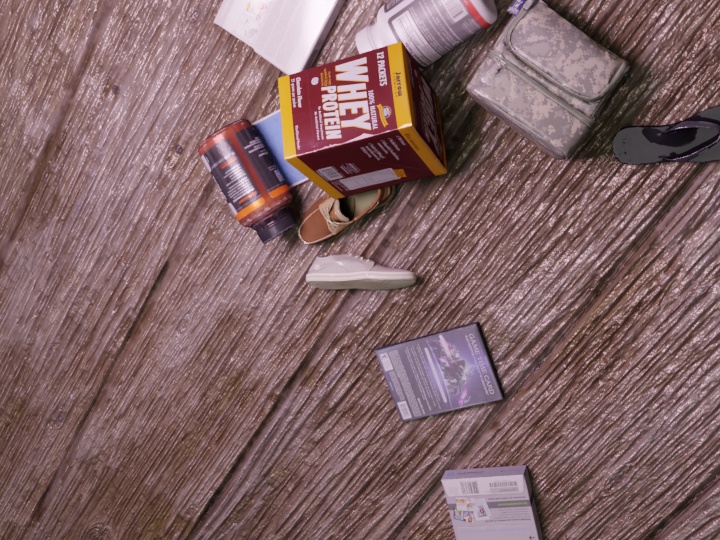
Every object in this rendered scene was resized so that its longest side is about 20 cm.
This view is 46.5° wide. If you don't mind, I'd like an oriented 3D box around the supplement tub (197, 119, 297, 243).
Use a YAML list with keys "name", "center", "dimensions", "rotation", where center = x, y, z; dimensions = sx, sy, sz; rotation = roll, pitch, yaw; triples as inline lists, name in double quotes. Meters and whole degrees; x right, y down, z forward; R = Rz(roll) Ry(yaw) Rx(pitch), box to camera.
- name: "supplement tub"
  center: [-0.188, -0.149, 1.439]
  dimensions: [0.106, 0.107, 0.201]
  rotation: [-28, 94, 26]

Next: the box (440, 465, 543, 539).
- name: "box"
  center: [0.243, 0.454, 1.511]
  dimensions: [0.154, 0.041, 0.202]
  rotation: [-10, 101, 23]

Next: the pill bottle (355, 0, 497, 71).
- name: "pill bottle"
  center: [0.097, -0.375, 1.272]
  dimensions: [0.199, 0.116, 0.117]
  rotation: [-29, 95, 26]

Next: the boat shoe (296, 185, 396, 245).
- name: "boat shoe"
  center: [-0.032, -0.106, 1.426]
  dimensions: [0.199, 0.074, 0.076]
  rotation: [-33, 92, 26]

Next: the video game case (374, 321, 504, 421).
- name: "video game case"
  center: [0.138, 0.181, 1.480]
  dimensions: [0.198, 0.019, 0.144]
  rotation: [-17, 99, 24]

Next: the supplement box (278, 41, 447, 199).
- name: "supplement box"
  center: [0.008, -0.220, 1.281]
  dimensions: [0.198, 0.197, 0.134]
  rotation: [-12, 73, 19]

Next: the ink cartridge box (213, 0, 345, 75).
- name: "ink cartridge box"
  center: [-0.123, -0.447, 1.373]
  dimensions: [0.176, 0.045, 0.201]
  rotation: [36, 115, 7]

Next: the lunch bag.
- name: "lunch bag"
  center: [0.273, -0.282, 1.229]
  dimensions: [0.199, 0.139, 0.168]
  rotation: [37, 99, 6]

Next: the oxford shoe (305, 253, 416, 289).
- name: "oxford shoe"
  center: [0.000, 0.000, 1.455]
  dimensions: [0.198, 0.075, 0.058]
  rotation: [2, 71, 19]

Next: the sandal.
- name: "sandal"
  center: [0.472, -0.188, 1.226]
  dimensions: [0.198, 0.043, 0.077]
  rotation: [-10, 102, 23]

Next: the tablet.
- name: "tablet"
  center: [-0.123, -0.216, 1.461]
  dimensions: [0.199, 0.014, 0.131]
  rotation: [-22, 97, 24]
